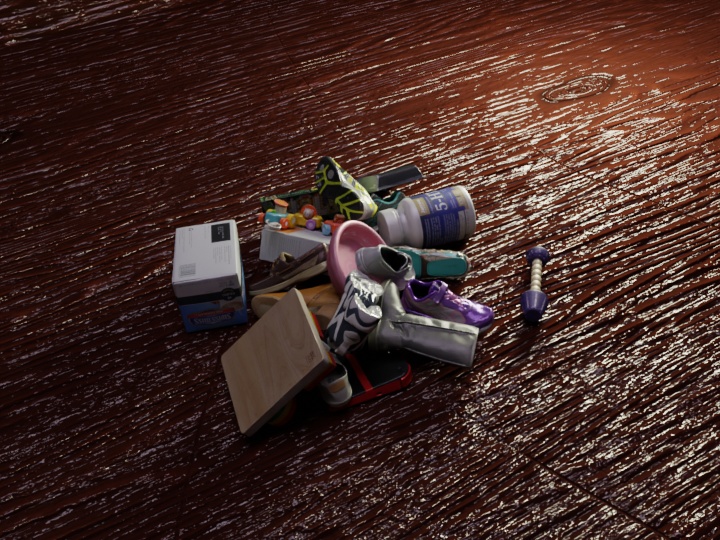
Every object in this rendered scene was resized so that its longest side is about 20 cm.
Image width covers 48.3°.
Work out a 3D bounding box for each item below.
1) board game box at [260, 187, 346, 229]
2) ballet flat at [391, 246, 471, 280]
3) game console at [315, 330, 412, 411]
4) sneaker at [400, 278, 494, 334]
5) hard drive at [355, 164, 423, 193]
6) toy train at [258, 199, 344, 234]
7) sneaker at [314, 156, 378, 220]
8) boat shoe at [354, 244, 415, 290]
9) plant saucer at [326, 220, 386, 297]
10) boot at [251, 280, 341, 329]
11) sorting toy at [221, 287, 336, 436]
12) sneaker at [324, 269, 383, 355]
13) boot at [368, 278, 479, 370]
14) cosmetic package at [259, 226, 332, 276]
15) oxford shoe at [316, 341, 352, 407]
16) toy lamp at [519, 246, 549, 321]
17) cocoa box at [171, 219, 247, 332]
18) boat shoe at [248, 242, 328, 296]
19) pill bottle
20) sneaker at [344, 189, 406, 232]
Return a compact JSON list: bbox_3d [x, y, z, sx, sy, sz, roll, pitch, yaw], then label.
[{"bbox_3d":[-0.129,-0.139,1.869,0.198,0.105,0.024,-12,40,-9],"label":"board game box"},{"bbox_3d":[0.138,-0.014,1.719,0.198,0.076,0.064,8,7,9],"label":"ballet flat"},{"bbox_3d":[-0.012,0.171,1.515,0.176,0.031,0.200,-20,39,-12],"label":"game console"},{"bbox_3d":[0.166,0.066,1.580,0.198,0.089,0.081,12,39,19],"label":"sneaker"},{"bbox_3d":[0.058,-0.215,1.922,0.134,0.043,0.200,-17,7,-16],"label":"hard drive"},{"bbox_3d":[-0.120,-0.115,1.752,0.198,0.056,0.150,5,10,-24],"label":"toy train"},{"bbox_3d":[-0.035,-0.179,1.809,0.076,0.076,0.201,5,41,-47],"label":"sneaker"},{"bbox_3d":[0.066,-0.012,1.603,0.068,0.200,0.073,-17,64,29],"label":"boat shoe"},{"bbox_3d":[0.000,0.000,1.624,0.051,0.201,0.201,-25,24,35],"label":"plant saucer"},{"bbox_3d":[-0.107,0.061,1.646,0.199,0.071,0.144,9,30,22],"label":"boot"},{"bbox_3d":[-0.141,0.169,1.428,0.199,0.069,0.200,-43,39,12],"label":"sorting toy"},{"bbox_3d":[-0.019,0.087,1.471,0.079,0.130,0.200,29,19,-18],"label":"sneaker"},{"bbox_3d":[0.124,0.099,1.512,0.198,0.073,0.183,3,50,11],"label":"boot"},{"bbox_3d":[-0.108,-0.044,1.740,0.198,0.072,0.101,13,14,22],"label":"cosmetic package"},{"bbox_3d":[-0.074,0.167,1.465,0.075,0.058,0.200,-24,39,-15],"label":"oxford shoe"},{"bbox_3d":[0.355,0.029,1.635,0.058,0.059,0.201,4,35,12],"label":"toy lamp"},{"bbox_3d":[-0.310,0.010,1.669,0.132,0.132,0.201,-9,37,-5],"label":"cocoa box"},{"bbox_3d":[-0.150,-0.004,1.670,0.199,0.073,0.072,-21,0,21],"label":"boat shoe"},{"bbox_3d":[0.145,-0.110,1.788,0.198,0.121,0.120,-15,38,-13],"label":"pill bottle"},{"bbox_3d":[0.023,-0.132,1.846,0.198,0.092,0.078,-17,23,-17],"label":"sneaker"}]
